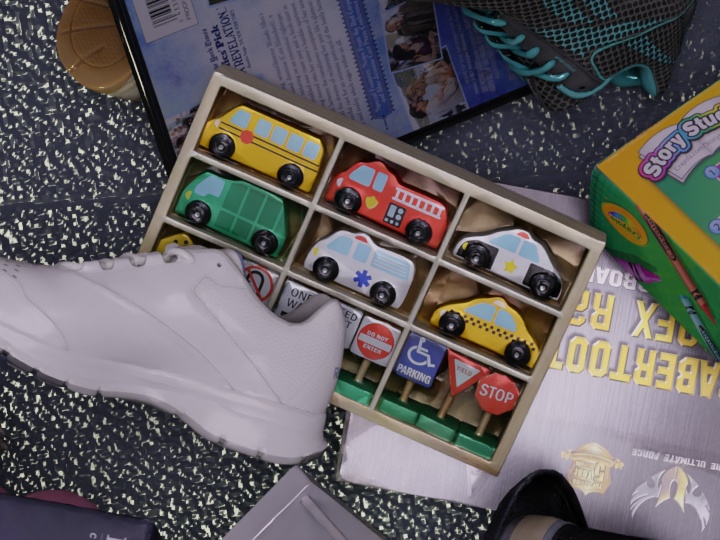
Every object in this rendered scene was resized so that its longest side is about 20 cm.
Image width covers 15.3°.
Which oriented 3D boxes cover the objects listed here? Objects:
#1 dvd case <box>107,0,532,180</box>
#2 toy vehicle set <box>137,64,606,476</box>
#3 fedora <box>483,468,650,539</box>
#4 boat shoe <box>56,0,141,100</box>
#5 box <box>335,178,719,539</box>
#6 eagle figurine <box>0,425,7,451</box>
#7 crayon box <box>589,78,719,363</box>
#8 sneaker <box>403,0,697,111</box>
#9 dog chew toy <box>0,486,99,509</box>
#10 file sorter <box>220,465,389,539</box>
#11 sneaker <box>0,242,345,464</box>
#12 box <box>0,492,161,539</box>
[{"bbox_3d":[-0.013,-0.117,1.279,0.199,0.018,0.143,-22,119,-10],"label":"dvd case"},{"bbox_3d":[0.000,0.000,1.258,0.199,0.027,0.125,23,104,2],"label":"toy vehicle set"},{"bbox_3d":[0.113,0.191,1.208,0.091,0.200,0.202,0,89,22],"label":"fedora"},{"bbox_3d":[-0.067,-0.166,1.301,0.074,0.069,0.200,44,96,23],"label":"boat shoe"},{"bbox_3d":[0.098,0.042,1.308,0.199,0.048,0.159,11,89,0],"label":"box"},{"bbox_3d":[-0.261,0.016,1.246,0.151,0.151,0.201,-23,88,-38],"label":"eagle figurine"},{"bbox_3d":[0.220,-0.048,1.255,0.200,0.058,0.119,-34,60,-17],"label":"crayon box"},{"bbox_3d":[0.091,-0.119,1.260,0.199,0.077,0.092,-1,108,-39],"label":"sneaker"},{"bbox_3d":[-0.207,0.150,1.275,0.199,0.125,0.125,-5,89,-8],"label":"dog chew toy"},{"bbox_3d":[-0.038,0.220,1.241,0.200,0.139,0.125,-46,59,-1],"label":"file sorter"},{"bbox_3d":[-0.099,0.022,1.225,0.199,0.074,0.087,19,92,-15],"label":"sneaker"},{"bbox_3d":[-0.194,0.169,1.148,0.199,0.104,0.149,9,73,0],"label":"box"}]
